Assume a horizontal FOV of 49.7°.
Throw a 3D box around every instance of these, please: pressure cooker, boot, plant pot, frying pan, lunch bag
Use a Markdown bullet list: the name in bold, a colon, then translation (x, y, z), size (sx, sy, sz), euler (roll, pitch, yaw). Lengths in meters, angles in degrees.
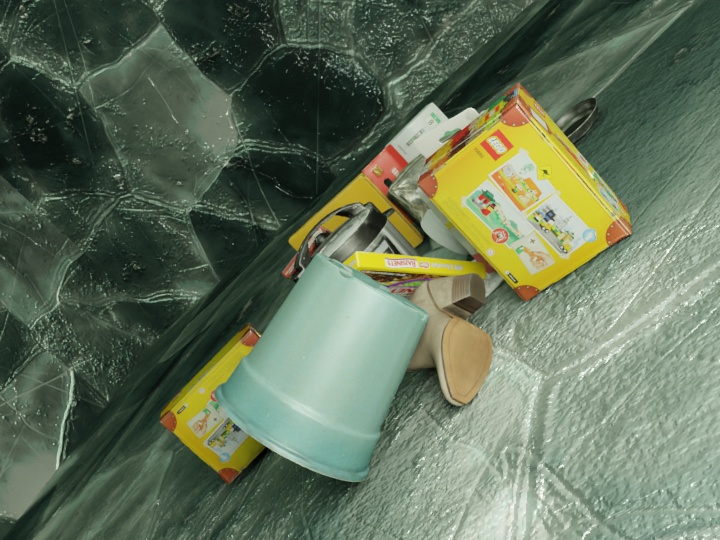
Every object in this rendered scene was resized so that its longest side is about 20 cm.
- **pressure cooker**: translation (-0.001, 0.001, 1.217), size (0.179, 0.200, 0.176), euler (-37, 11, 31)
- **boot**: translation (0.084, 0.092, 0.926), size (0.146, 0.070, 0.200), euler (-34, 28, 42)
- **plant pot**: translation (-0.032, 0.099, 0.881), size (0.196, 0.200, 0.200), euler (-61, 12, 3)
- **frying pan**: translation (0.332, -0.214, 1.242), size (0.115, 0.031, 0.190), euler (-35, 19, 37)
- **lunch bag**: translation (0.153, -0.183, 1.476), size (0.200, 0.118, 0.164), euler (-47, 1, 1)

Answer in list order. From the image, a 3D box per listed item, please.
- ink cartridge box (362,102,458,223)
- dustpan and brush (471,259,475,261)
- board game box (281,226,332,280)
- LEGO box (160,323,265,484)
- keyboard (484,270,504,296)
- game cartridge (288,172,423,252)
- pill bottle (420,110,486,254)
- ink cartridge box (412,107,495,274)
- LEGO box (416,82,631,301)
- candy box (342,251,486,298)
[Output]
- **ink cartridge box**: translation (0.129, -0.221, 1.612), size (0.200, 0.161, 0.050), euler (-45, 9, -1)
- **dustpan and brush**: translation (0.229, -0.078, 1.109), size (0.200, 0.057, 0.140), euler (-32, 5, 23)
- **board game box**: translation (-0.066, -0.017, 1.366), size (0.103, 0.019, 0.200), euler (-53, -18, 3)
- **LEGO box**: translation (-0.194, 0.209, 1.238), size (0.200, 0.149, 0.077), euler (-45, 12, -5)
- **keyboard**: translation (0.167, 0.022, 1.053), size (0.200, 0.011, 0.056), euler (-44, 12, 4)
- **game cartridge**: translation (-0.009, -0.061, 1.497), size (0.200, 0.176, 0.032), euler (-39, 14, 20)
- **pill bottle**: translation (0.181, -0.130, 1.179), size (0.200, 0.116, 0.116), euler (-59, 7, 21)
- **ink cartridge box**: translation (0.156, -0.099, 1.005), size (0.116, 0.200, 0.068), euler (-26, 25, 44)
- **LEGO box**: translation (0.188, -0.086, 0.897), size (0.149, 0.200, 0.077), euler (-37, 15, 28)
- **candy box**: translation (0.058, 0.011, 1.029), size (0.102, 0.200, 0.026), euler (-36, 55, 54)
